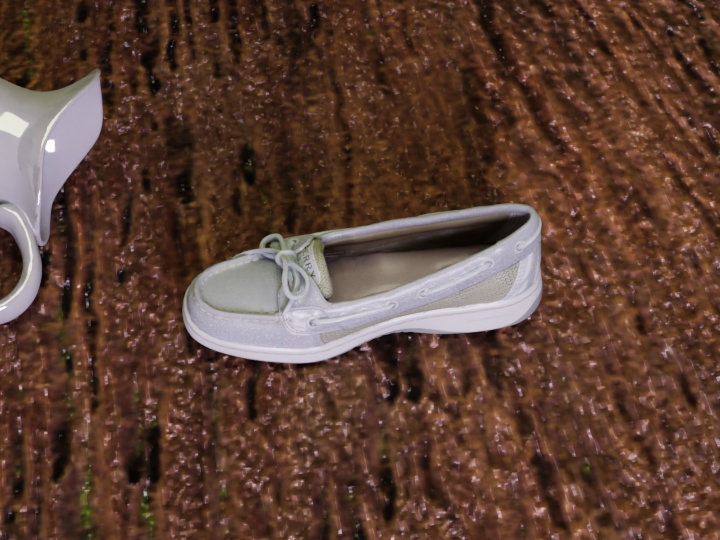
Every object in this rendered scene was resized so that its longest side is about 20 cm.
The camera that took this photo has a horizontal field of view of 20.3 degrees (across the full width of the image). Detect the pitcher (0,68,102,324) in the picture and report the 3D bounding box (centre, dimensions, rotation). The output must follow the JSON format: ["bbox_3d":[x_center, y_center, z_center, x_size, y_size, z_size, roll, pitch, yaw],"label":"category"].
[{"bbox_3d":[-0.265,-0.061,1.158,0.199,0.121,0.172,13,61,0],"label":"pitcher"}]

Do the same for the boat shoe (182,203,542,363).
[{"bbox_3d":[0.001,0.001,1.105,0.201,0.065,0.075,-5,44,-2],"label":"boat shoe"}]
